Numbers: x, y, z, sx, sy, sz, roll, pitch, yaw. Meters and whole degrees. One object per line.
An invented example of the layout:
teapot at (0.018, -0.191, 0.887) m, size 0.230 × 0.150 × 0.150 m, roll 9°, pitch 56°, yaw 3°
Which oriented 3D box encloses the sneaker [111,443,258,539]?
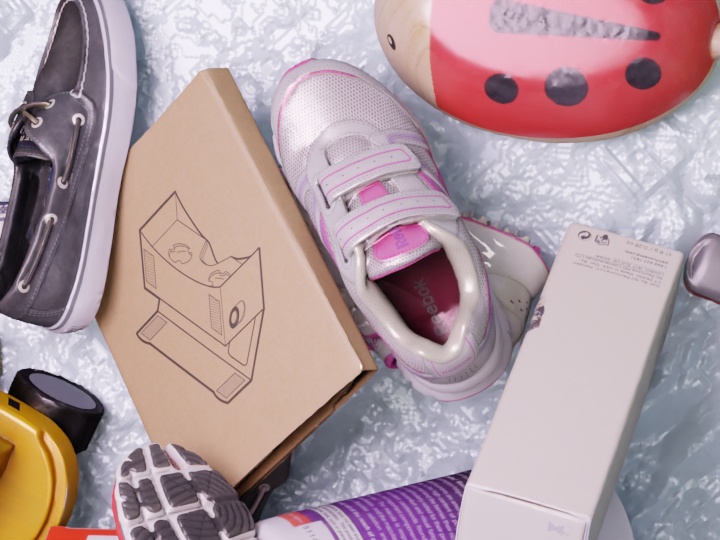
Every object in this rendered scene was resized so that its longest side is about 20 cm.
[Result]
sneaker at (-0.091, 0.186, 1.394) m, size 0.085 × 0.077 × 0.200 m, roll -49°, pitch 54°, yaw 45°

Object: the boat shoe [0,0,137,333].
boat shoe at (-0.169, -0.066, 1.507) m, size 0.069 × 0.057 × 0.200 m, roll -5°, pitch 77°, yaw 53°

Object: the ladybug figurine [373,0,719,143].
ladybug figurine at (0.102, -0.137, 1.463) m, size 0.200 × 0.072 × 0.136 m, roll 4°, pitch 96°, yaw 11°

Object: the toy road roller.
toy road roller at (-0.254, 0.096, 1.522) m, size 0.200 × 0.146 × 0.123 m, roll 28°, pitch 100°, yaw 8°

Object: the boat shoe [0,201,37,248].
boat shoe at (-0.286, -0.050, 1.553) m, size 0.200 × 0.075 × 0.093 m, roll -3°, pitch 88°, yaw 5°

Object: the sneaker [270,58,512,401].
sneaker at (0.018, -0.027, 1.414) m, size 0.081 × 0.088 × 0.200 m, roll -32°, pitch 85°, yaw 0°

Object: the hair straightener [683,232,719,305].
hair straightener at (0.265, 0.034, 1.440) m, size 0.200 × 0.077 × 0.041 m, roll 28°, pitch 91°, yaw 10°

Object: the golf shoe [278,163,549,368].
golf shoe at (0.000, 0.000, 1.487) m, size 0.200 × 0.075 × 0.092 m, roll 16°, pitch 78°, yaw 11°

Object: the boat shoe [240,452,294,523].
boat shoe at (-0.076, 0.126, 1.538) m, size 0.057 × 0.067 × 0.200 m, roll 26°, pitch 104°, yaw -29°

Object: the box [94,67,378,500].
box at (-0.083, 0.015, 1.477) m, size 0.163 × 0.021 × 0.200 m, roll -44°, pitch 62°, yaw 37°

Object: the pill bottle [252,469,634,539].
pill bottle at (0.043, 0.169, 1.451) m, size 0.200 × 0.111 × 0.112 m, roll -12°, pitch 94°, yaw -21°

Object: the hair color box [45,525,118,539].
hair color box at (-0.121, 0.241, 1.512) m, size 0.101 × 0.061 × 0.200 m, roll 1°, pitch 121°, yaw 9°

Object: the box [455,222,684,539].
box at (0.111, 0.074, 1.417) m, size 0.068 × 0.200 × 0.082 m, roll 17°, pitch 136°, yaw 10°
